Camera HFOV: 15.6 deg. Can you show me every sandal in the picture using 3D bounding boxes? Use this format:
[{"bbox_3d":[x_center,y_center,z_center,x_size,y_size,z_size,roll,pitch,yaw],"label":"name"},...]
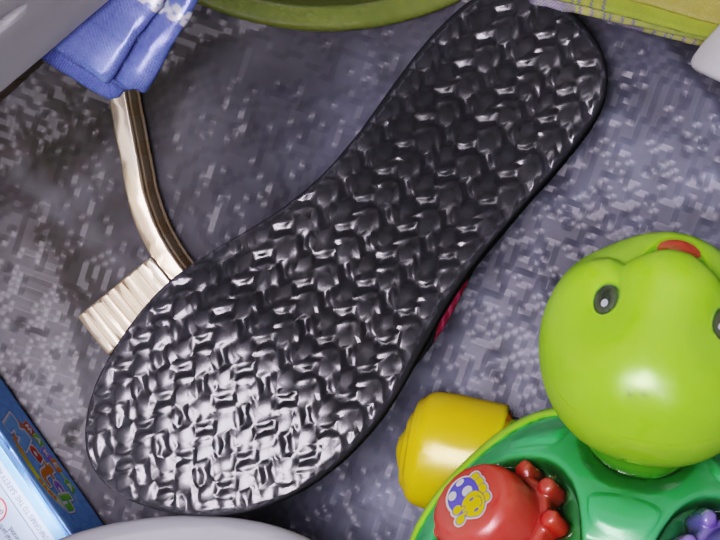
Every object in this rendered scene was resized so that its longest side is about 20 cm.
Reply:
[{"bbox_3d":[0.000,0.000,0.798,0.075,0.045,0.200,43,82,7],"label":"sandal"}]

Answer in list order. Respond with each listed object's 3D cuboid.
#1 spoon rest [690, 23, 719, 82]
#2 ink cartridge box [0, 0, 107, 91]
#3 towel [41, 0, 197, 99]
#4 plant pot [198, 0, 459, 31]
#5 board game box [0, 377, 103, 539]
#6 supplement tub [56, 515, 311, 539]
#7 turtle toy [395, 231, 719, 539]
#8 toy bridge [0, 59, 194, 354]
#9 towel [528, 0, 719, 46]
[{"bbox_3d":[0.181,-0.004,0.743,0.200,0.061,0.099,40,97,-14],"label":"spoon rest"},{"bbox_3d":[-0.144,-0.121,0.578,0.145,0.084,0.200,-38,85,12],"label":"ink cartridge box"},{"bbox_3d":[-0.062,-0.158,0.614,0.145,0.024,0.200,33,99,7],"label":"towel"},{"bbox_3d":[-0.025,-0.162,0.712,0.200,0.190,0.200,1,97,9],"label":"plant pot"},{"bbox_3d":[-0.181,0.116,0.846,0.200,0.037,0.151,-34,91,10],"label":"board game box"},{"bbox_3d":[-0.051,0.184,0.775,0.122,0.123,0.200,4,115,9],"label":"supplement tub"},{"bbox_3d":[0.074,0.086,0.769,0.146,0.101,0.200,11,98,8],"label":"turtle toy"},{"bbox_3d":[-0.110,-0.067,0.819,0.067,0.027,0.200,-40,90,10],"label":"toy bridge"},{"bbox_3d":[0.130,-0.152,0.744,0.143,0.023,0.200,12,101,-22],"label":"towel"}]
